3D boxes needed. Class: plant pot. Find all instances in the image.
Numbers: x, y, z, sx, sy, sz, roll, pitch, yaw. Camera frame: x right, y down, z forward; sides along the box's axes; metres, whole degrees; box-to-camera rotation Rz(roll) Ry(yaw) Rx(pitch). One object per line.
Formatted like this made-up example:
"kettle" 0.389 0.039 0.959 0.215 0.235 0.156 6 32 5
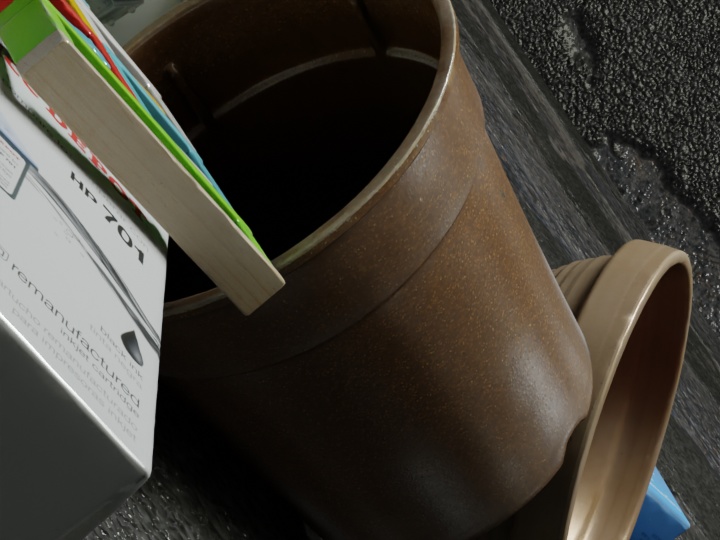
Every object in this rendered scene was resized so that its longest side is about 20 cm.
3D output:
"plant pot" 0.087 0.074 1.128 0.092 0.202 0.201 18 2 17
"plant pot" -0.007 0.004 0.978 0.199 0.200 0.201 53 9 -37

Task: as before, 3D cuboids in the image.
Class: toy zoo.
"toy zoo" -0.101 -0.076 0.862 0.131 0.020 0.200 49 3 -36

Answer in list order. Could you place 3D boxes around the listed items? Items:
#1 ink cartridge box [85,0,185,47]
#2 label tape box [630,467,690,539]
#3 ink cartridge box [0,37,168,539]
"ink cartridge box" -0.129 -0.170 1.127 0.146 0.084 0.201 -69 137 -76
"label tape box" 0.123 0.088 1.537 0.143 0.066 0.200 40 15 -51
"ink cartridge box" -0.137 -0.006 0.722 0.147 0.086 0.200 49 13 -19
